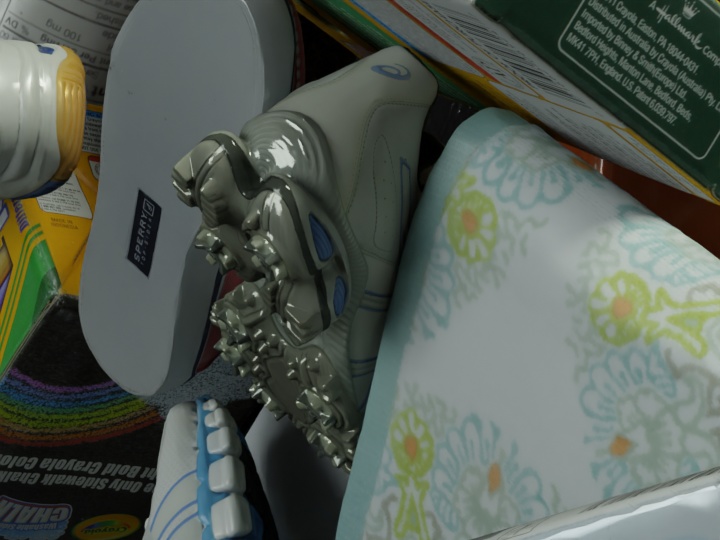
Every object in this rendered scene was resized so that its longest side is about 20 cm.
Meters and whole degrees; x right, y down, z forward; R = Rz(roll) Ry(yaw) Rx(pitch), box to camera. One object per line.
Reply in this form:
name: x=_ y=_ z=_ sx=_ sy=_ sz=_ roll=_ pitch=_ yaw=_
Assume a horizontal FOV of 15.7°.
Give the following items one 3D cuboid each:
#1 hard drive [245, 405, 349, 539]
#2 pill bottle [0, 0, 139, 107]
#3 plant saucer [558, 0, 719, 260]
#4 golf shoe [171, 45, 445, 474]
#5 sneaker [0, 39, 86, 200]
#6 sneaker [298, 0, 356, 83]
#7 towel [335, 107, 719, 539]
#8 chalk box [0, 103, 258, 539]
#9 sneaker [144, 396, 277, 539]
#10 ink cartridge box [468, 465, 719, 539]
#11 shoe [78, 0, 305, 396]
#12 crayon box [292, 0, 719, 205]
hard drive: x=0.006 y=0.075 z=0.980 sx=0.200 sy=0.025 sz=0.132 roll=-59 pitch=40 yaw=28
pill bottle: x=-0.126 y=-0.110 z=1.134 sx=0.114 sy=0.114 sz=0.200 roll=53 pitch=125 yaw=46
plant saucer: x=0.123 y=-0.040 z=0.837 sx=0.200 sy=0.032 sz=0.201 roll=-19 pitch=66 yaw=52
golf shoe: x=0.000 y=0.000 z=0.898 sx=0.078 sy=0.097 sz=0.200 roll=42 pitch=161 yaw=20
sneaker: x=-0.189 y=-0.053 z=1.019 sx=0.200 sy=0.088 sz=0.075 roll=-23 pitch=66 yaw=52
sneaker: x=-0.034 y=-0.145 z=1.040 sx=0.075 sy=0.070 sz=0.200 roll=9 pitch=79 yaw=33
towel: x=0.069 y=0.072 z=0.830 sx=0.171 sy=0.048 sz=0.200 roll=38 pitch=127 yaw=39
chalk box: x=-0.135 y=0.041 z=1.104 sx=0.200 sy=0.125 sz=0.124 roll=-52 pitch=44 yaw=33
sneaker: x=-0.070 y=0.130 z=0.935 sx=0.087 sy=0.075 sz=0.200 roll=-15 pitch=45 yaw=7
ink cartridge box: x=0.088 y=0.164 z=0.742 sx=0.160 sy=0.047 sz=0.200 roll=-21 pitch=84 yaw=34
shoe: x=-0.040 y=-0.043 z=0.940 sx=0.071 sy=0.091 sz=0.200 roll=44 pitch=139 yaw=23
crayon box: x=0.032 y=-0.093 z=0.836 sx=0.200 sy=0.126 sz=0.052 roll=26 pitch=84 yaw=54
